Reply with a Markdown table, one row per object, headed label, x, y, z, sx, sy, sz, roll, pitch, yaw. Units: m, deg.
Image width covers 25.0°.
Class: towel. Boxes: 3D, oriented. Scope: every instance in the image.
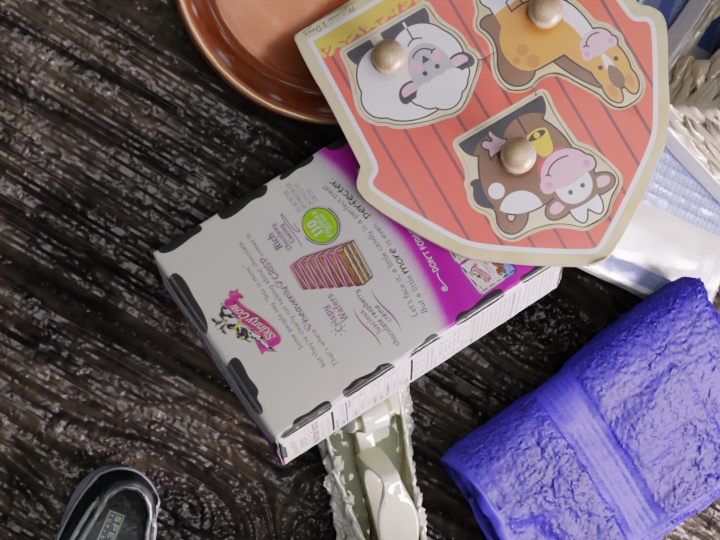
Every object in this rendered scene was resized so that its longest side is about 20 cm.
| label | x | y | z | sx | sy | sz | roll | pitch | yaw |
| --- | --- | --- | --- | --- | --- | --- | --- | --- | --- |
| towel | 0.163 | 0.115 | 1.006 | 0.200 | 0.050 | 0.148 | -37 | 116 | -9 |
| towel | 0.195 | -0.080 | 1.014 | 0.146 | 0.024 | 0.201 | 21 | 89 | -31 |

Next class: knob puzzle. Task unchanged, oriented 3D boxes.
| label | x | y | z | sx | sy | sz | roll | pitch | yaw |
| --- | --- | --- | --- | --- | --- | --- | --- | --- | --- |
| knob puzzle | 0.085 | -0.092 | 0.904 | 0.219 | 0.030 | 0.221 | 0 | 86 | 2 |

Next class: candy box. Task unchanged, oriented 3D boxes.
| label | x | y | z | sx | sy | sz | roll | pitch | yaw |
| --- | --- | --- | --- | --- | --- | --- | --- | --- | --- |
| candy box | 0.000 | 0.000 | 0.945 | 0.200 | 0.061 | 0.137 | -31 | 71 | -11 |

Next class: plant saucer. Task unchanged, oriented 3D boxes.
| label | x | y | z | sx | sy | sz | roll | pitch | yaw |
| --- | --- | --- | --- | --- | --- | --- | --- | --- | --- |
| plant saucer | -0.017 | -0.188 | 0.974 | 0.199 | 0.032 | 0.201 | -1 | 93 | -14 |

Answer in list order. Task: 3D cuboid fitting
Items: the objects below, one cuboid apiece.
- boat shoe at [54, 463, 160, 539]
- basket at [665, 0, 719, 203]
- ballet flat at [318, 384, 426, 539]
| label | x | y | z | sx | sy | sz | roll | pitch | yaw |
| --- | --- | --- | --- | --- | --- | --- | --- | --- | --- |
| boat shoe | -0.163 | 0.212 | 0.937 | 0.073 | 0.068 | 0.200 | 26 | 87 | -13 |
| basket | 0.287 | -0.090 | 0.978 | 0.200 | 0.123 | 0.136 | 41 | 80 | -29 |
| ballet flat | 0.009 | 0.107 | 0.977 | 0.071 | 0.072 | 0.201 | -15 | 95 | -12 |
